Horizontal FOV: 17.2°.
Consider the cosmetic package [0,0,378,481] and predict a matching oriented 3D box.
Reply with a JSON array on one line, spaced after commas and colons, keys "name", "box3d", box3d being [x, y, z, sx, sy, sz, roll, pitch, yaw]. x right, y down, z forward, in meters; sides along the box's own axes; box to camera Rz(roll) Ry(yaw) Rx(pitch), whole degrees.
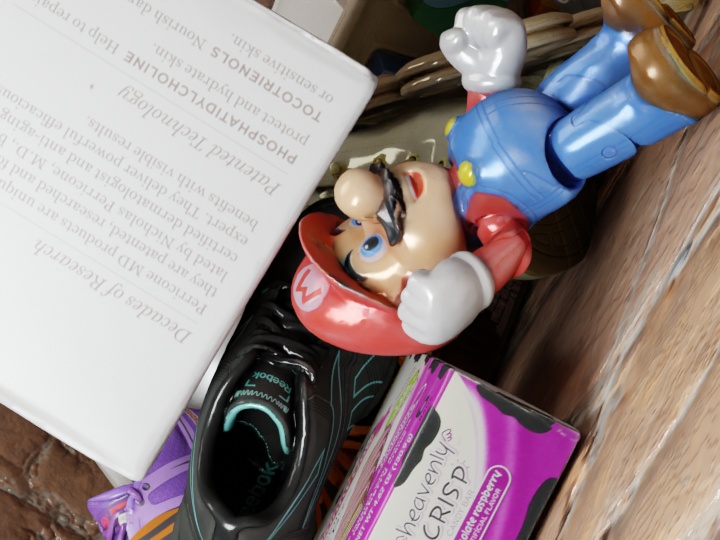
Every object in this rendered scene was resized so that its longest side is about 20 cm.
[{"name": "cosmetic package", "box3d": [-0.115, -0.042, 1.070, 0.201, 0.166, 0.167, -59, 5, 2]}]

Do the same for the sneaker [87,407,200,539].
[{"name": "sneaker", "box3d": [-0.101, 0.149, 1.215, 0.081, 0.083, 0.201, -53, 28, 34]}]

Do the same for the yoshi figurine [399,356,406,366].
[{"name": "yoshi figurine", "box3d": [0.015, 0.002, 1.283, 0.201, 0.112, 0.112, -86, -25, -47]}]

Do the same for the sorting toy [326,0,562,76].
[{"name": "sorting toy", "box3d": [0.071, -0.127, 1.339, 0.185, 0.199, 0.037, -61, 42, 43]}]

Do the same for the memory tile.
[{"name": "memory tile", "box3d": [0.051, -0.101, 1.216, 0.199, 0.017, 0.153, -18, -1, 38]}]

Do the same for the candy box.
[{"name": "candy box", "box3d": [0.023, 0.107, 0.987, 0.137, 0.061, 0.200, -63, 2, -2]}]

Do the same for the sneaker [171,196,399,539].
[{"name": "sneaker", "box3d": [-0.027, 0.050, 1.044, 0.079, 0.075, 0.201, 95, -169, -64]}]

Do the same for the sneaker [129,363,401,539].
[{"name": "sneaker", "box3d": [-0.031, 0.090, 1.113, 0.199, 0.077, 0.113, -19, -46, -47]}]

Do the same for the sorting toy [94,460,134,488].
[{"name": "sorting toy", "box3d": [-0.110, 0.089, 1.356, 0.106, 0.180, 0.201, -17, 50, 21]}]

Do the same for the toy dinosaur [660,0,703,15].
[{"name": "toy dinosaur", "box3d": [0.179, -0.202, 1.170, 0.101, 0.058, 0.201, 1, 70, 70]}]

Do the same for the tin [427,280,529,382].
[{"name": "tin", "box3d": [0.053, 0.036, 1.294, 0.112, 0.042, 0.201, -53, 10, 52]}]

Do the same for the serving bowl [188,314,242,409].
[{"name": "serving bowl", "box3d": [-0.029, 0.028, 1.361, 0.066, 0.200, 0.200, -45, 14, 36]}]

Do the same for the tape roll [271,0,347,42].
[{"name": "tape roll", "box3d": [0.032, -0.155, 1.722, 0.139, 0.202, 0.203, -62, 3, 40]}]

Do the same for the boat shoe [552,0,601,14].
[{"name": "boat shoe", "box3d": [0.109, -0.179, 1.231, 0.200, 0.057, 0.067, 61, -137, -61]}]

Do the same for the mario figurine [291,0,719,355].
[{"name": "mario figurine", "box3d": [0.044, -0.045, 0.980, 0.200, 0.106, 0.123, -40, -1, 15]}]

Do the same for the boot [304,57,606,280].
[{"name": "boot", "box3d": [0.033, -0.036, 1.149, 0.154, 0.072, 0.200, -13, 20, 20]}]
